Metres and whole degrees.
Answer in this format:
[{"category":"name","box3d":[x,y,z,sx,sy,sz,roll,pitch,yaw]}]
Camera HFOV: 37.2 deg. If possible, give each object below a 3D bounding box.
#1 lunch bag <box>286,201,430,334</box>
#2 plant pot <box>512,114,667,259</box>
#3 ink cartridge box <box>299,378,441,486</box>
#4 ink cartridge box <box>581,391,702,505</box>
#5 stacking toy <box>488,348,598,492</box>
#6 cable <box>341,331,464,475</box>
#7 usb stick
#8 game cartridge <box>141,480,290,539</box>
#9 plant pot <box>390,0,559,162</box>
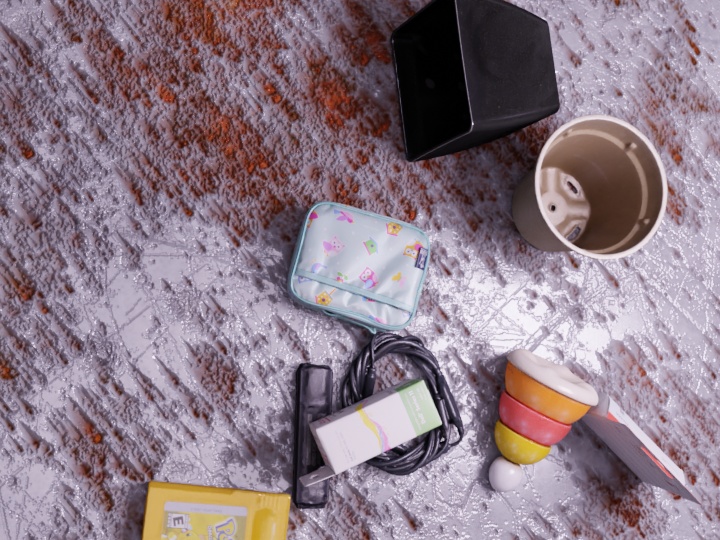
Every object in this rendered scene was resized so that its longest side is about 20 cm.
[{"category":"lunch bag","box3d":[0.000,0.000,1.520,0.198,0.077,0.162,17,78,-5]},{"category":"plant pot","box3d":[0.312,-0.106,1.557,0.198,0.183,0.203,1,84,-13]},{"category":"ink cartridge box","box3d":[-0.001,0.216,1.442,0.198,0.117,0.068,-24,89,-9]},{"category":"ink cartridge box","box3d":[0.404,0.249,1.528,0.163,0.200,0.057,45,78,-5]},{"category":"stacking toy","box3d":[0.241,0.228,1.551,0.145,0.146,0.202,25,98,-9]},{"category":"cable","box3d":[0.051,0.187,1.536,0.162,0.051,0.202,-22,87,-8]},{"category":"usb stick","box3d":[-0.067,0.231,1.507,0.055,0.033,0.203,4,82,-19]},{"category":"game cartridge","box3d":[-0.201,0.385,1.457,0.197,0.032,0.179,7,82,-11]},{"category":"plant pot","box3d":[0.173,-0.280,1.551,0.175,0.199,0.203,-6,85,-25]}]
